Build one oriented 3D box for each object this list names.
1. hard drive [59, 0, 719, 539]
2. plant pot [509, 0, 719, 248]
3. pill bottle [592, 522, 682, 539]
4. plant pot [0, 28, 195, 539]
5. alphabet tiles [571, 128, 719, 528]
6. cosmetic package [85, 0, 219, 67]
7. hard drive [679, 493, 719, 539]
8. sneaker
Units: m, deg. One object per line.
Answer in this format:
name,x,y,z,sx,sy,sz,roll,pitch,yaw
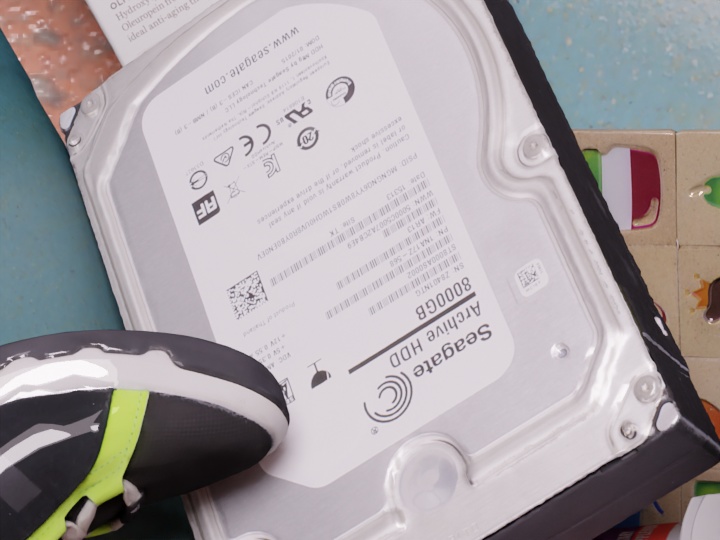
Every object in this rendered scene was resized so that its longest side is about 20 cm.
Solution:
hard drive,0.000,0.000,0.692,0.139,0.038,0.201,-32,57,16
plant pot,0.107,-0.101,0.806,0.195,0.196,0.201,33,85,19
pill bottle,0.021,0.136,0.714,0.198,0.113,0.113,-7,61,18
plant pot,-0.145,0.042,0.755,0.199,0.200,0.188,-34,80,-13
alphabet tiles,0.079,0.057,0.740,0.166,0.008,0.202,1,105,16
cosmetic package,-0.076,-0.152,0.841,0.084,0.108,0.201,-31,87,3
hard drive,0.133,0.157,0.663,0.027,0.200,0.133,-11,59,30
sneaker,-0.111,0.074,0.627,0.198,0.072,0.083,-11,68,-10
